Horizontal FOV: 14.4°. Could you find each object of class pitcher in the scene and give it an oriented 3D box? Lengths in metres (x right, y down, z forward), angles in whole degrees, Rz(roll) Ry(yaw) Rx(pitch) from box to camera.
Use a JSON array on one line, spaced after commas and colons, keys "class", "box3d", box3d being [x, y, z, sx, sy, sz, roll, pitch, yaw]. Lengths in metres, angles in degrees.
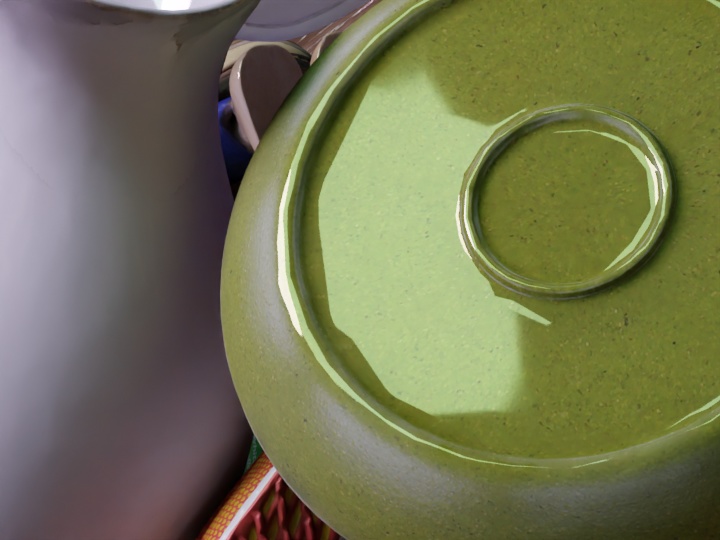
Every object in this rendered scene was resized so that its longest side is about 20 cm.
[{"class": "pitcher", "box3d": [-0.092, -0.007, 0.853, 0.172, 0.121, 0.200, -126, 41, -65]}]

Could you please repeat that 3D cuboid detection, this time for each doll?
[{"class": "doll", "box3d": [-0.080, -0.035, 1.000, 0.200, 0.049, 0.136, -15, -1, 42]}]

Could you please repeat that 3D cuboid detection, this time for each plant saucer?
[{"class": "plant saucer", "box3d": [0.056, -0.012, 0.735, 0.200, 0.031, 0.200, -6, 62, 12]}]

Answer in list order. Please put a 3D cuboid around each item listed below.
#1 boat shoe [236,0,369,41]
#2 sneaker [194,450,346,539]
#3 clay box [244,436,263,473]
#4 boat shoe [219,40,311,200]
[{"class": "boat shoe", "box3d": [-0.070, -0.106, 0.978, 0.200, 0.073, 0.062, -23, 20, -15]}, {"class": "sneaker", "box3d": [0.010, 0.044, 0.834, 0.200, 0.073, 0.077, -45, 6, -18]}, {"class": "clay box", "box3d": [-0.100, 0.047, 0.975, 0.200, 0.048, 0.115, -14, 75, 55]}, {"class": "boat shoe", "box3d": [-0.086, -0.012, 1.096, 0.200, 0.072, 0.068, -42, 20, -4]}]
